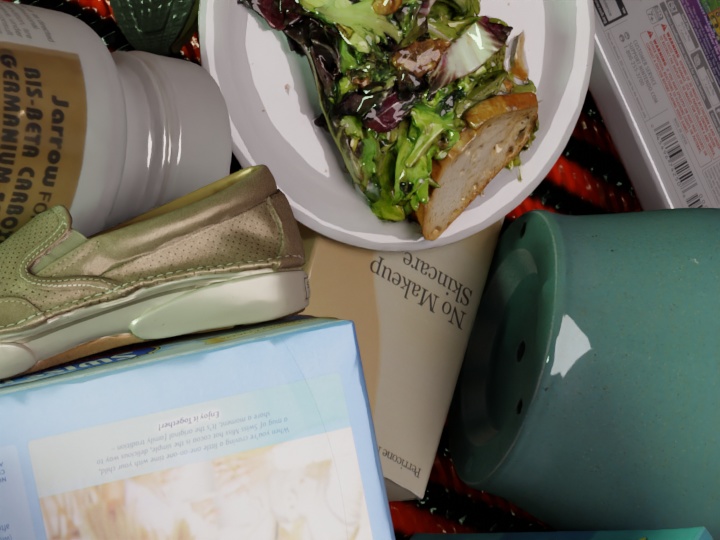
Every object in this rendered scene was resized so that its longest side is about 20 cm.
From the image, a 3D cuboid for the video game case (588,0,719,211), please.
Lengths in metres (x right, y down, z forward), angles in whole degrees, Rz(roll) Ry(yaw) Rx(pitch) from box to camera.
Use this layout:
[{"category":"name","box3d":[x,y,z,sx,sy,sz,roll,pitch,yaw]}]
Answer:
[{"category":"video game case","box3d":[0.184,-0.122,1.302,0.182,0.023,0.200,-29,96,-43]}]

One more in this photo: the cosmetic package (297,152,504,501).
[{"category":"cosmetic package","box3d":[0.000,0.000,1.131,0.105,0.071,0.201,28,68,-31]}]

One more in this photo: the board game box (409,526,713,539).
[{"category":"board game box","box3d":[0.116,0.191,1.115,0.047,0.200,0.151,-49,113,-32]}]

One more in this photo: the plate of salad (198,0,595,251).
[{"category":"plate of salad","box3d":[0.024,-0.108,1.071,0.199,0.048,0.201,-2,96,-24]}]

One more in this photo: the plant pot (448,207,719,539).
[{"category":"plant pot","box3d":[0.148,0.058,1.133,0.187,0.200,0.201,13,75,-14]}]

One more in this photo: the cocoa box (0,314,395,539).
[{"category":"cocoa box","box3d":[-0.098,0.100,0.962,0.199,0.131,0.134,-12,92,-16]}]

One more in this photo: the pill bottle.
[{"category":"pill bottle","box3d":[-0.159,-0.055,0.987,0.200,0.114,0.115,6,80,-38]}]

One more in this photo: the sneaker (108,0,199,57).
[{"category":"sneaker","box3d":[-0.053,-0.183,1.120,0.089,0.077,0.201,32,68,-42]}]

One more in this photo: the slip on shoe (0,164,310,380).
[{"category":"slip on shoe","box3d":[-0.119,0.005,0.942,0.199,0.076,0.061,-11,96,-10]}]
